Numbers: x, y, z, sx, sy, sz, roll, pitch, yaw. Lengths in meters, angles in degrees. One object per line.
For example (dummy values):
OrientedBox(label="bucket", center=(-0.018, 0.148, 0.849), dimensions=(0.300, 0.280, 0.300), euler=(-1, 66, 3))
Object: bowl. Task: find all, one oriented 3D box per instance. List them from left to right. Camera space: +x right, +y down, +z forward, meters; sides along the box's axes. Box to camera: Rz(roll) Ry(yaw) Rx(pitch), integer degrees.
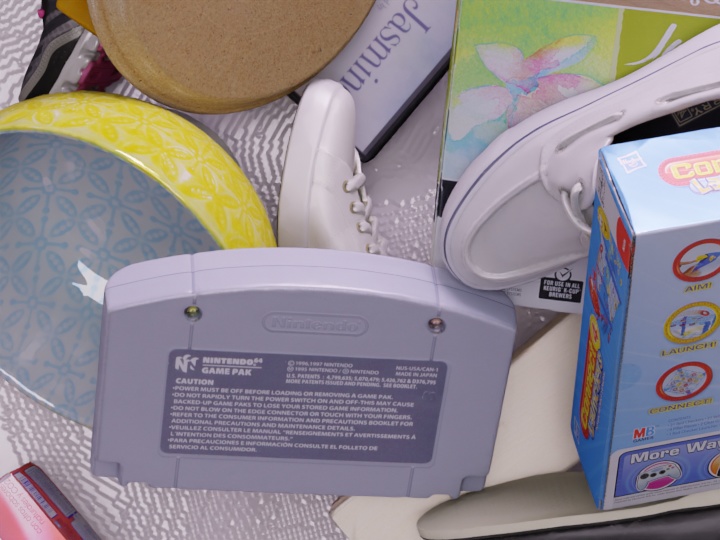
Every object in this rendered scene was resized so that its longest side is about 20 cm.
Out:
OrientedBox(label="bowl", center=(-0.117, -0.022, 1.493), dimensions=(0.200, 0.200, 0.108), euler=(33, 47, 1))

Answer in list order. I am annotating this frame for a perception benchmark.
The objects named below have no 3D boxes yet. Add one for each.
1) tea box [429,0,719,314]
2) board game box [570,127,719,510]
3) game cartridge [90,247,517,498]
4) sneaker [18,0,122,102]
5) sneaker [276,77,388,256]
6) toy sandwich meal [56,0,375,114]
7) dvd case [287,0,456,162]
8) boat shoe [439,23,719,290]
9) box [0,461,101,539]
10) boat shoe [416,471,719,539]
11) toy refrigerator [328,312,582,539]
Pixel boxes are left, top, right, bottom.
OrientedBox(label="tea box", center=(0.142, -0.088, 1.431), dimensions=(0.199, 0.134, 0.197), euler=(6, 119, 2))
OrientedBox(label="board game box", center=(0.204, 0.014, 1.345), dimensions=(0.199, 0.196, 0.056), euler=(-9, 48, -10))
OrientedBox(label="game cartridge", center=(-0.028, 0.050, 1.417), dimensions=(0.199, 0.041, 0.133), euler=(3, 131, -8))
OrientedBox(label="sneaker", center=(-0.147, -0.172, 1.513), dimensions=(0.087, 0.074, 0.200), euler=(23, 105, 9))
OrientedBox(label="sneaker", center=(0.000, 0.000, 1.518), dimensions=(0.084, 0.073, 0.201), euler=(4, 101, 10))
OrientedBox(label="toy sandwich meal", center=(-0.072, -0.173, 1.456), dimensions=(0.205, 0.070, 0.206), euler=(-18, 122, -30))
OrientedBox(label="dvd case", center=(-0.027, -0.172, 1.525), dimensions=(0.200, 0.018, 0.143), euler=(42, 110, 2))
OrientedBox(label="boat shoe", center=(0.117, -0.046, 1.342), dimensions=(0.200, 0.065, 0.074), euler=(-36, 110, 23))
OrientedBox(label="box", center=(-0.147, 0.205, 1.507), dimensions=(0.095, 0.103, 0.200), euler=(-40, 90, 1))
OrientedBox(label="boat shoe", center=(0.129, 0.131, 1.441), dimensions=(0.201, 0.074, 0.063), euler=(-7, 106, 6))
OrientedBox(label="toy refrigerator", center=(0.082, 0.087, 1.516), dimensions=(0.200, 0.076, 0.070), euler=(-40, 89, 0))
